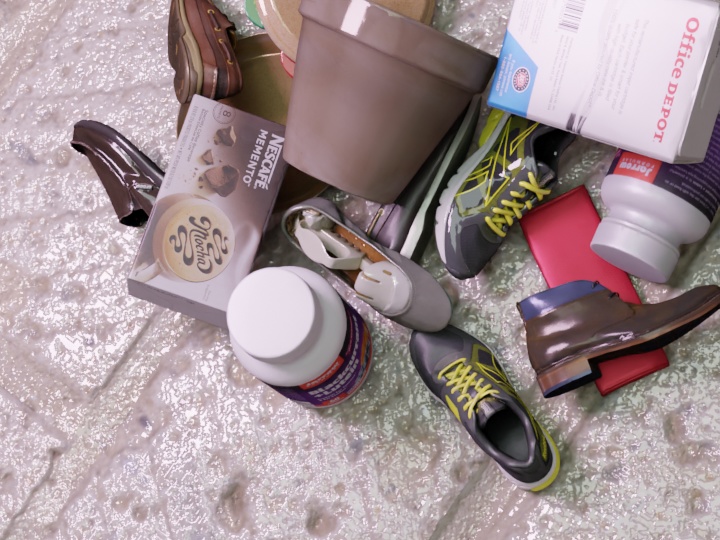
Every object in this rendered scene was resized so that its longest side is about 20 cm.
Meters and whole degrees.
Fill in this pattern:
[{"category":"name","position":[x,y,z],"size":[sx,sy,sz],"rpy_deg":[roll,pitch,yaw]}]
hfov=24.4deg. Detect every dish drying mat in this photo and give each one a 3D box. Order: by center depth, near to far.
[{"category":"dish drying mat","position":[0.227,0.019,1.632],"size":[0.076,0.018,0.201],"rpy_deg":[-25,72,6]}]

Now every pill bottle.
[{"category":"pill bottle","position":[-0.060,0.061,1.581],"size":[0.110,0.200,0.112],"rpy_deg":[-3,76,12]},{"category":"pill bottle","position":[0.298,-0.096,1.595],"size":[0.111,0.111,0.201],"rpy_deg":[23,82,17]}]

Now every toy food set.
[{"category":"toy food set","position":[-0.020,-0.288,1.708],"size":[0.198,0.049,0.200],"rpy_deg":[4,83,-11]}]

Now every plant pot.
[{"category":"plant pot","position":[0.010,-0.165,1.596],"size":[0.199,0.200,0.175],"rpy_deg":[26,98,17]},{"category":"plant pot","position":[-0.095,-0.151,1.742],"size":[0.198,0.027,0.202],"rpy_deg":[-3,75,11]}]

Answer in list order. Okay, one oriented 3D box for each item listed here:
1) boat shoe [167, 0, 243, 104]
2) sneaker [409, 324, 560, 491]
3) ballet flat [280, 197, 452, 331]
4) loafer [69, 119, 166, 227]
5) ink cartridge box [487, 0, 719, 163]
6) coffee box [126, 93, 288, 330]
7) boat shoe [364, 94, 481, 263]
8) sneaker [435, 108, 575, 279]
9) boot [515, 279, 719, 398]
[{"category":"boat shoe","position":[-0.163,-0.238,1.734],"size":[0.067,0.072,0.201],"rpy_deg":[2,39,-15]},{"category":"sneaker","position":[0.119,0.120,1.595],"size":[0.074,0.085,0.200],"rpy_deg":[-42,71,-1]},{"category":"ballet flat","position":[0.000,0.000,1.621],"size":[0.200,0.064,0.068],"rpy_deg":[38,119,23]},{"category":"loafer","position":[-0.236,-0.083,1.730],"size":[0.200,0.073,0.071],"rpy_deg":[38,85,18]},{"category":"ink cartridge box","position":[0.234,-0.194,1.525],"size":[0.199,0.084,0.147],"rpy_deg":[22,103,28]},{"category":"coffee box","position":[-0.146,-0.058,1.650],"size":[0.112,0.080,0.201],"rpy_deg":[20,75,-2]},{"category":"boat shoe","position":[0.060,-0.093,1.668],"size":[0.060,0.072,0.202],"rpy_deg":[24,85,13]},{"category":"sneaker","position":[0.142,-0.083,1.625],"size":[0.084,0.074,0.201],"rpy_deg":[15,78,45]},{"category":"boot","position":[0.244,0.036,1.575],"size":[0.199,0.075,0.098],"rpy_deg":[-26,74,7]}]
